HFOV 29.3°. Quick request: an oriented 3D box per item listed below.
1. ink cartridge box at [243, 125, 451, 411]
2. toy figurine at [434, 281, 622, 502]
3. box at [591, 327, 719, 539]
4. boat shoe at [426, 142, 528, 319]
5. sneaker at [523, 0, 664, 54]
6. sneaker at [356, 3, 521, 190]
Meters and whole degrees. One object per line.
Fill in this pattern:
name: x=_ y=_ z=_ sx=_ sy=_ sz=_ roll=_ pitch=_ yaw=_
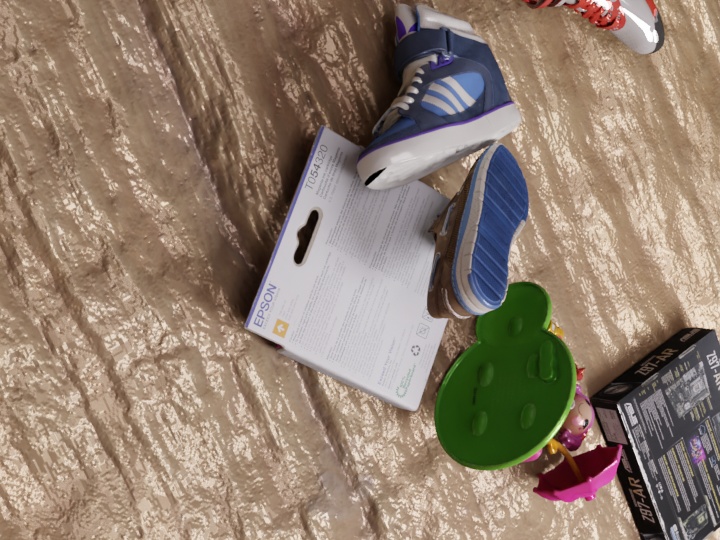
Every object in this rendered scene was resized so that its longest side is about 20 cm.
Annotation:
ink cartridge box: x=0.000 y=0.000 z=1.247 sx=0.199 sy=0.043 sz=0.198 roll=28 pitch=75 yaw=-28
toy figurine: x=0.184 y=0.141 z=1.344 sx=0.184 sy=0.149 sz=0.201 roll=43 pitch=44 yaw=-40
box: x=0.344 y=0.186 z=1.474 sx=0.160 sy=0.043 sz=0.201 roll=-32 pitch=108 yaw=-28
boat shoe: x=0.097 y=-0.038 z=1.239 sx=0.072 sy=0.072 sz=0.201 roll=49 pitch=39 yaw=-25
sneaker: x=0.214 y=-0.275 z=1.361 sx=0.108 sy=0.067 sz=0.202 roll=-43 pitch=110 yaw=-23
sneaker: x=0.045 y=-0.165 z=1.239 sx=0.199 sy=0.081 sz=0.147 roll=-24 pitch=81 yaw=-38
